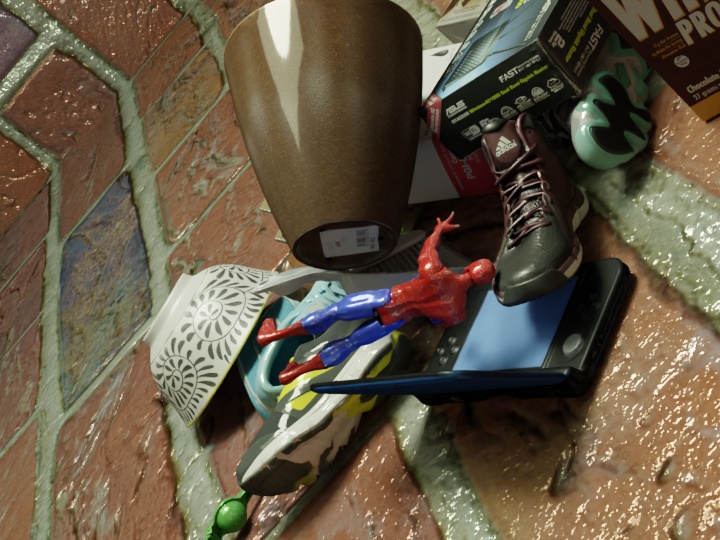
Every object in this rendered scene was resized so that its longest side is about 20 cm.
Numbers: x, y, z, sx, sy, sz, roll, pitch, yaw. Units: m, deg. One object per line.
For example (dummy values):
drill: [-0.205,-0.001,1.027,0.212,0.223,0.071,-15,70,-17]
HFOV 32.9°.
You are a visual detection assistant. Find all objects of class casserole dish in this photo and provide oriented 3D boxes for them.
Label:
casserole dish: [-0.081,0.088,1.283,0.121,0.039,0.200,-49,23,5]

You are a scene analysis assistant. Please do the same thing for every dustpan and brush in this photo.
dustpan and brush: [0.000,0.000,1.118,0.199,0.058,0.140,-24,21,-13]

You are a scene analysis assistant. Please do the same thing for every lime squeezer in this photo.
lime squeezer: [-0.116,0.240,1.132,0.070,0.038,0.201,-31,30,38]

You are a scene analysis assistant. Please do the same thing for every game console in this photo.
game console: [0.083,0.046,0.948,0.199,0.118,0.172,-12,45,55]

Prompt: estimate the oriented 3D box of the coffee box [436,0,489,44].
coffee box: [0.185,-0.328,1.336,0.201,0.080,0.113,-57,23,-11]

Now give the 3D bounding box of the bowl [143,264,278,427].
bowl: [-0.181,0.065,1.360,0.202,0.094,0.201,-58,7,11]

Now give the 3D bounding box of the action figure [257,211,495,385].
action figure: [0.023,0.021,0.975,0.199,0.066,0.099,-21,17,26]

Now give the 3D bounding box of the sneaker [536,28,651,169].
sneaker: [0.185,-0.131,1.078,0.140,0.078,0.201,-33,20,39]

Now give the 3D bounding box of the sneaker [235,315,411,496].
sneaker: [-0.042,0.118,1.103,0.200,0.075,0.085,-44,50,-5]

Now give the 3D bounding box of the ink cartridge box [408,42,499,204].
ink cartridge box: [0.055,-0.146,1.231,0.198,0.083,0.148,-6,47,29]

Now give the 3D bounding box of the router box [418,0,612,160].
router box: [0.152,-0.205,1.083,0.149,0.062,0.201,-26,25,46]

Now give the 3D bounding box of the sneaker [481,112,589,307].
sneaker: [0.123,-0.057,0.962,0.075,0.116,0.200,-23,17,22]

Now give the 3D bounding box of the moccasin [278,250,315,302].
moccasin: [-0.016,-0.045,1.303,0.074,0.077,0.202,97,-164,-46]

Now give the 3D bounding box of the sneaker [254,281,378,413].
sneaker: [-0.032,0.049,1.170,0.201,0.074,0.082,-59,-6,-12]

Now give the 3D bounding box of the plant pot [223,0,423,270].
plant pot: [-0.023,-0.111,1.082,0.186,0.186,0.202,-31,56,39]

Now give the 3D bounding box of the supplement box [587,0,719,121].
supplement box: [0.269,-0.270,0.955,0.132,0.200,0.198,-29,32,41]

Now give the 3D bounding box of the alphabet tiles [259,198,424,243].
alphabet tiles: [-0.007,-0.093,1.296,0.165,0.006,0.201,14,54,17]
